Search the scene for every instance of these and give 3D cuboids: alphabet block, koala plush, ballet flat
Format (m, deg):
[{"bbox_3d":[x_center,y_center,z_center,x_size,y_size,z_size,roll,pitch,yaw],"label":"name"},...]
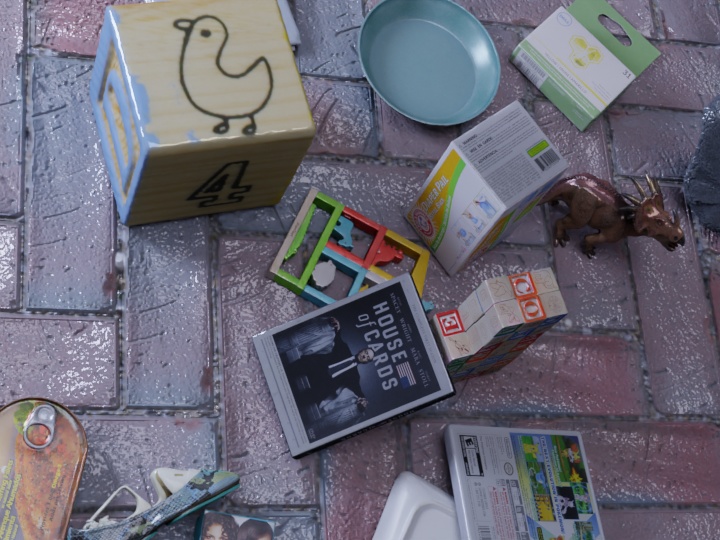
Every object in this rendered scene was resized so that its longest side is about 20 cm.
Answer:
[{"bbox_3d":[-0.188,-0.185,1.567,0.198,0.196,0.197,-11,72,-22],"label":"alphabet block"},{"bbox_3d":[0.530,-0.160,1.833,0.176,0.185,0.200,27,40,8],"label":"koala plush"},{"bbox_3d":[-0.220,0.248,1.435,0.199,0.074,0.075,-30,79,-28],"label":"ballet flat"}]

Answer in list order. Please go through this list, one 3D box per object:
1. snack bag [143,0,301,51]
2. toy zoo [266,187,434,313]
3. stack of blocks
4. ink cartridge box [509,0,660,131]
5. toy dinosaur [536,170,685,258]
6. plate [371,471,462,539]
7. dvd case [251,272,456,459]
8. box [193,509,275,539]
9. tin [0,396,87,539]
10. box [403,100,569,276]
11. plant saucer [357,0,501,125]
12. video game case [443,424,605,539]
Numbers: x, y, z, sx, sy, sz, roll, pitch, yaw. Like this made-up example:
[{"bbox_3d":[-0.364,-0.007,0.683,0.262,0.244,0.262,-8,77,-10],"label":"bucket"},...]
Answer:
[{"bbox_3d":[-0.190,-0.360,1.742,0.187,0.021,0.202,-12,72,-23],"label":"snack bag"},{"bbox_3d":[0.000,0.000,1.646,0.199,0.020,0.132,28,62,-5],"label":"toy zoo"},{"bbox_3d":[0.140,0.070,1.559,0.114,0.200,0.059,-12,72,-23],"label":"stack of blocks"},{"bbox_3d":[0.319,-0.304,1.871,0.146,0.048,0.200,45,64,5],"label":"ink cartridge box"},{"bbox_3d":[0.307,-0.084,1.719,0.198,0.136,0.086,20,62,-8],"label":"toy dinosaur"},{"bbox_3d":[0.099,0.350,1.520,0.199,0.032,0.201,28,62,-5],"label":"plate"},{"bbox_3d":[-0.009,0.108,1.543,0.198,0.025,0.151,-23,73,6],"label":"dvd case"},{"bbox_3d":[-0.144,0.360,1.425,0.081,0.049,0.202,12,65,-13],"label":"box"},{"bbox_3d":[-0.355,0.231,1.419,0.111,0.042,0.202,19,63,-14],"label":"tin"},{"bbox_3d":[0.146,-0.094,1.634,0.112,0.200,0.102,-34,80,-25],"label":"box"},{"bbox_3d":[0.087,-0.272,1.786,0.198,0.036,0.202,7,66,-16],"label":"plant saucer"},{"bbox_3d":[0.193,0.276,1.563,0.181,0.022,0.202,6,56,-22],"label":"video game case"}]
